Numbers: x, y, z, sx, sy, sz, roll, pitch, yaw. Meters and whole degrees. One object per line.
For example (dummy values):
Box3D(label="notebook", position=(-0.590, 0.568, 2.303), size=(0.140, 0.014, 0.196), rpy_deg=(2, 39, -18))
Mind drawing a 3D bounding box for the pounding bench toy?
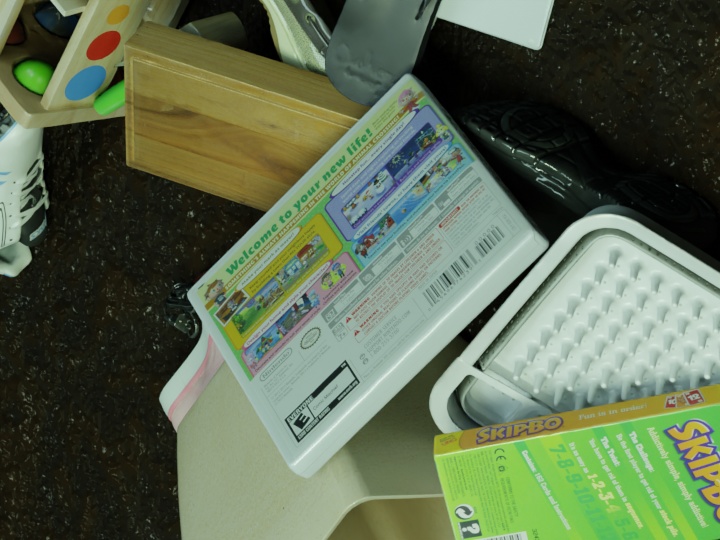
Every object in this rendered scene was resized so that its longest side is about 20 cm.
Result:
Box3D(label="pounding bench toy", position=(-0.178, -0.164, 1.843), size=(0.200, 0.124, 0.156), rpy_deg=(50, 129, 26))

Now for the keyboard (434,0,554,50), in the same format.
Box3D(label="keyboard", position=(0.025, -0.192, 1.656), size=(0.200, 0.011, 0.056), rpy_deg=(20, 119, 13))

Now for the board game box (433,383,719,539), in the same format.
Box3D(label="board game box", position=(0.149, 0.122, 1.547), size=(0.200, 0.030, 0.096), rpy_deg=(-9, 121, 9))

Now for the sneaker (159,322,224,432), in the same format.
Box3D(label="sneaker", position=(-0.066, 0.077, 1.808), size=(0.105, 0.075, 0.200), rpy_deg=(60, 143, 22))

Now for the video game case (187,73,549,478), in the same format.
Box3D(label="video game case", position=(0.000, 0.000, 1.594), size=(0.200, 0.022, 0.182), rpy_deg=(-45, 42, 9))

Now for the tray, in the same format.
Box3D(label="tray", position=(-0.059, -0.086, 1.731), size=(0.200, 0.037, 0.099), rpy_deg=(19, 132, 19))

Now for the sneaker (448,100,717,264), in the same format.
Box3D(label="sneaker", position=(0.120, -0.035, 1.607), size=(0.200, 0.076, 0.091), rpy_deg=(38, 127, 36))

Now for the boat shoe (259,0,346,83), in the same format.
Box3D(label="boat shoe", position=(-0.035, -0.196, 1.739), size=(0.065, 0.073, 0.200), rpy_deg=(-29, 86, 39))

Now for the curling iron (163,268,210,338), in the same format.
Box3D(label="curling iron", position=(-0.066, -0.002, 1.827), size=(0.200, 0.026, 0.050), rpy_deg=(-26, 43, 40))

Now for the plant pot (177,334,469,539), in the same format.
Box3D(label="plant pot", position=(-0.006, 0.130, 1.690), size=(0.200, 0.199, 0.177), rpy_deg=(-54, 49, 36))

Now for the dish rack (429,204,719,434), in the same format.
Box3D(label="dish rack", position=(0.155, 0.056, 1.561), size=(0.171, 0.044, 0.200), rpy_deg=(32, 127, -8))

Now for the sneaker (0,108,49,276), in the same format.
Box3D(label="sneaker", position=(-0.254, -0.062, 1.960), size=(0.072, 0.072, 0.200), rpy_deg=(33, 148, 2))

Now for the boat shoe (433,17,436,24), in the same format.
Box3D(label="boat shoe", position=(0.004, -0.241, 1.690), size=(0.073, 0.062, 0.200), rpy_deg=(-3, 96, 45))

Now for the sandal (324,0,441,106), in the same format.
Box3D(label="sandal", position=(0.025, -0.189, 1.625), size=(0.076, 0.043, 0.200), rpy_deg=(18, 116, 13))
